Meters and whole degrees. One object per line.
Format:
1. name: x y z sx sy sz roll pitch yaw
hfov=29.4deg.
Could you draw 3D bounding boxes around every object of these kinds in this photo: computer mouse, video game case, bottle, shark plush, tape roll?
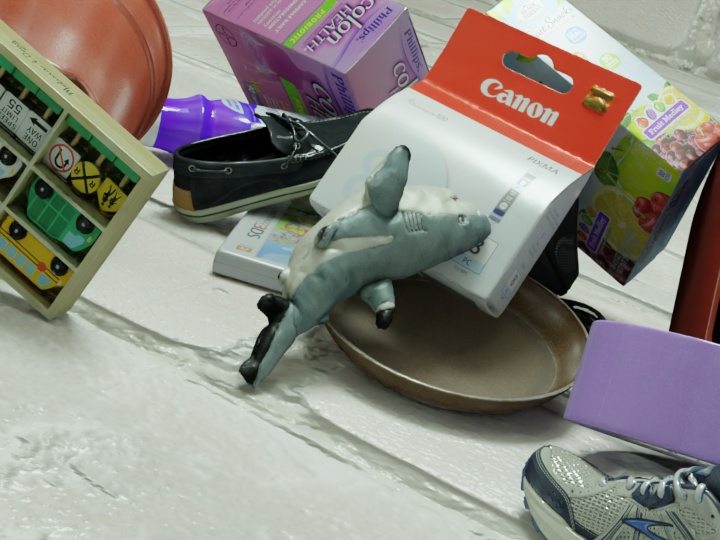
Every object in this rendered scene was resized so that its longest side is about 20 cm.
1. computer mouse: 0.131 -0.030 1.062 0.053 0.201 0.138 -23 35 -17
2. video game case: -0.003 -0.007 1.099 0.199 0.022 0.182 17 19 2
3. bottle: -0.107 -0.122 1.277 0.199 0.065 0.084 9 18 -19
4. shark plush: 0.000 0.000 0.885 0.083 0.091 0.200 45 50 4
5. tape roll: 0.228 0.091 0.833 0.199 0.066 0.200 18 -4 1

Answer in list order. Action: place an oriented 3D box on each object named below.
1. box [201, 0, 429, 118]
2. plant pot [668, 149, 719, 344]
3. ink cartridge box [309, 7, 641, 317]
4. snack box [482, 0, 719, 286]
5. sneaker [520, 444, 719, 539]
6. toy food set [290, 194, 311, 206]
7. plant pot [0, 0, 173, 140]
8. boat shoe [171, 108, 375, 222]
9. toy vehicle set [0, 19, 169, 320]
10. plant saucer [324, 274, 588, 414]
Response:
1. box: -0.033 -0.200 1.371 0.200 0.097 0.176 28 -22 33
2. plant pot: 0.328 0.013 1.011 0.199 0.201 0.176 17 -16 -5
3. ink cartridge box: 0.083 -0.089 0.987 0.160 0.200 0.047 30 -6 27
4. snack box: 0.175 -0.108 1.097 0.068 0.169 0.200 -38 69 -24
5. sneaker: 0.177 0.136 0.740 0.200 0.085 0.077 29 22 36
6. toy food set: 0.051 -0.059 1.209 0.143 0.061 0.200 8 4 30
7. plant pot: -0.244 -0.122 1.000 0.200 0.201 0.195 13 27 -10
8. boat shoe: -0.063 -0.099 1.130 0.199 0.062 0.075 -19 32 -13
9. toy vehicle set: -0.230 -0.080 0.862 0.200 0.124 0.027 41 22 6
10. plant saucer: 0.062 0.042 0.961 0.199 0.032 0.200 12 28 -7
